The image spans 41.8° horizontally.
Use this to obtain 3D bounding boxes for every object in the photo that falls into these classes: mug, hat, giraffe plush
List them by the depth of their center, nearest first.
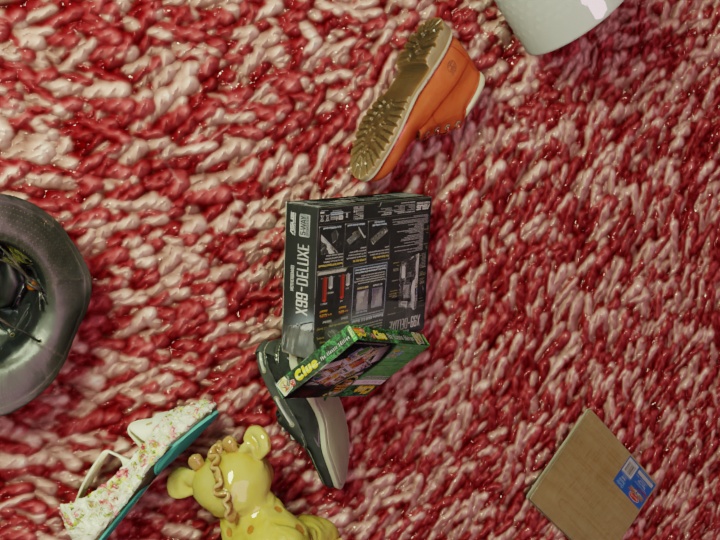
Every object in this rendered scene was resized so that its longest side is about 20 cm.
[{"bbox_3d":[-0.354,0.029,0.868,0.198,0.080,0.205,-6,100,-36],"label":"hat"},{"bbox_3d":[-0.123,0.260,1.011,0.171,0.200,0.164,-28,83,-17],"label":"giraffe plush"},{"bbox_3d":[0.212,-0.375,1.071,0.176,0.146,0.201,50,46,-20],"label":"mug"}]

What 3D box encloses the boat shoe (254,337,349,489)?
[{"bbox_3d":[-0.061,0.163,1.072,0.072,0.066,0.203,-62,139,-55],"label":"boat shoe"}]

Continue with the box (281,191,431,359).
[{"bbox_3d":[0.000,0.000,1.032,0.198,0.049,0.161,-11,108,-49],"label":"box"}]

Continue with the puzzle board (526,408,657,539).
[{"bbox_3d":[0.330,0.311,1.336,0.200,0.017,0.151,45,77,-29],"label":"puzzle board"}]

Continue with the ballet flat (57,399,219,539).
[{"bbox_3d":[-0.234,0.198,0.978,0.064,0.076,0.200,41,72,5],"label":"ballet flat"}]

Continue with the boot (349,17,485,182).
[{"bbox_3d":[0.069,-0.170,1.064,0.107,0.075,0.202,38,80,-34],"label":"boot"}]

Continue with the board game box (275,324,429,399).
[{"bbox_3d":[-0.003,0.101,1.018,0.105,0.024,0.199,-41,159,15],"label":"board game box"}]
